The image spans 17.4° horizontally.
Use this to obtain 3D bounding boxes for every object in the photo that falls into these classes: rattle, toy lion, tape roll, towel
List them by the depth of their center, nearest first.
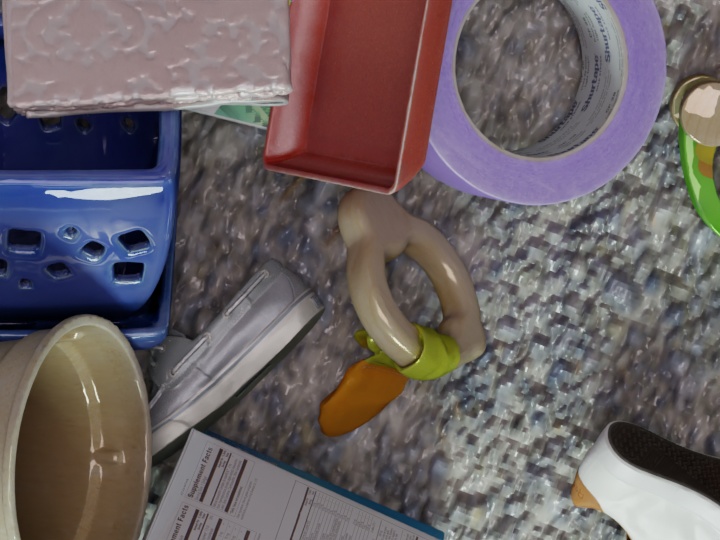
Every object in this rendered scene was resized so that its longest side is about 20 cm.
[{"bbox_3d":[-0.147,-0.197,1.616,0.198,0.032,0.193,-3,69,-4],"label":"towel"},{"bbox_3d":[0.117,-0.150,1.712,0.198,0.085,0.202,-2,97,-17],"label":"tape roll"},{"bbox_3d":[0.000,0.000,1.762,0.130,0.143,0.201,-26,84,-36],"label":"rattle"},{"bbox_3d":[0.345,-0.067,1.762,0.198,0.069,0.193,-12,101,0],"label":"toy lion"}]

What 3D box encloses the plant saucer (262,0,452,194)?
[{"bbox_3d":[0.005,-0.159,1.660,0.036,0.200,0.202,8,93,-29],"label":"plant saucer"}]

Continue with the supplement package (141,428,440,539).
[{"bbox_3d":[-0.070,0.245,1.652,0.199,0.151,0.152,24,125,-3],"label":"supplement package"}]

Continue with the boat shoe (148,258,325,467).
[{"bbox_3d":[-0.119,0.071,1.757,0.201,0.070,0.072,-42,82,-2],"label":"boat shoe"}]

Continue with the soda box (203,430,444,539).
[{"bbox_3d":[-0.041,0.196,1.752,0.199,0.068,0.065,23,111,-2],"label":"soda box"}]

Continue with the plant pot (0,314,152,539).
[{"bbox_3d":[-0.268,0.127,1.611,0.182,0.200,0.202,2,93,22],"label":"plant pot"}]

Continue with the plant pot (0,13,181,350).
[{"bbox_3d":[-0.221,-0.055,1.669,0.198,0.201,0.181,-1,130,-1],"label":"plant pot"}]

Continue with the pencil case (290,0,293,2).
[{"bbox_3d":[-0.135,-0.237,1.700,0.198,0.088,0.089,16,93,12],"label":"pencil case"}]

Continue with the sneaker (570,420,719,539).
[{"bbox_3d":[0.250,0.186,1.775,0.199,0.073,0.085,28,126,-10],"label":"sneaker"}]

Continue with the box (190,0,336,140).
[{"bbox_3d":[-0.053,-0.203,1.755,0.143,0.036,0.202,13,94,-1],"label":"box"}]
